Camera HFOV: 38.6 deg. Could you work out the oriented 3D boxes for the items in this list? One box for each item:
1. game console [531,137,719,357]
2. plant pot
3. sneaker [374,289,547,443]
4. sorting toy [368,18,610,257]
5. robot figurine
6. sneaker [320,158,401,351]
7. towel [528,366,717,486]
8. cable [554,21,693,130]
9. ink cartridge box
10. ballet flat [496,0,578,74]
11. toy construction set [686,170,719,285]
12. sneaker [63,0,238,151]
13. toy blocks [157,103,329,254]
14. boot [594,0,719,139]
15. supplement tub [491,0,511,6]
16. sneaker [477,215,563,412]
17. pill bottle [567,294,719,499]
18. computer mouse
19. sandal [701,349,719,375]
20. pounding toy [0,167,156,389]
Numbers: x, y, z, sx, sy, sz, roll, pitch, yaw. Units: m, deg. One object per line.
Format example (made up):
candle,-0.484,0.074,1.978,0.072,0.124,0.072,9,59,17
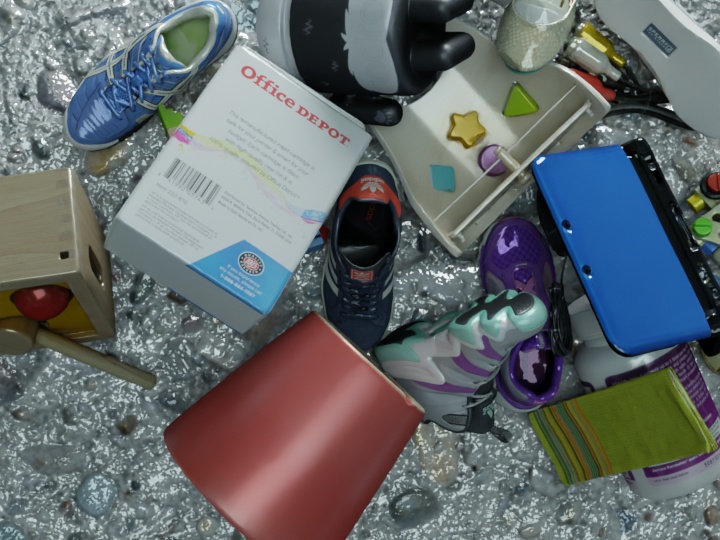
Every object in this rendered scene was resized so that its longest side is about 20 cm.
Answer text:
game console,0.249,-0.010,0.953,0.118,0.171,0.200,-21,69,5
plant pot,-0.049,0.148,0.942,0.200,0.200,0.177,43,88,-7
sneaker,0.118,0.103,0.978,0.078,0.200,0.140,-36,101,-41
sorting toy,0.101,-0.144,0.994,0.200,0.107,0.180,-44,88,1
robot figurine,0.002,-0.223,0.938,0.200,0.125,0.151,7,77,26
sneaker,0.000,0.000,0.970,0.075,0.085,0.200,-1,117,-2
towel,0.242,0.153,0.979,0.018,0.200,0.086,-30,88,-35
cable,0.273,-0.177,1.021,0.200,0.050,0.097,21,71,-4
ink cartridge box,-0.102,-0.070,0.885,0.144,0.085,0.200,34,66,-9
ballet flat,0.179,-0.269,0.967,0.067,0.062,0.200,18,57,18
toy construction set,0.407,-0.055,1.027,0.200,0.092,0.131,-32,72,-10
sneaker,-0.203,-0.190,0.967,0.200,0.077,0.076,-43,98,0
toy blocks,-0.094,-0.079,0.979,0.136,0.100,0.200,-19,81,-13
boot,0.311,-0.221,1.002,0.073,0.090,0.200,-37,98,33
supplement tub,0.076,-0.346,0.949,0.200,0.145,0.145,27,91,-7
sneaker,0.165,0.046,1.012,0.080,0.088,0.201,-5,93,-4
pill bottle,0.280,0.113,1.015,0.112,0.112,0.200,-25,96,-3
computer mouse,0.188,-0.010,0.996,0.034,0.059,0.200,-8,57,27
sandal,0.453,0.069,1.064,0.199,0.054,0.081,-9,89,10
pounding toy,-0.297,0.024,0.927,0.184,0.200,0.142,-8,66,-5
